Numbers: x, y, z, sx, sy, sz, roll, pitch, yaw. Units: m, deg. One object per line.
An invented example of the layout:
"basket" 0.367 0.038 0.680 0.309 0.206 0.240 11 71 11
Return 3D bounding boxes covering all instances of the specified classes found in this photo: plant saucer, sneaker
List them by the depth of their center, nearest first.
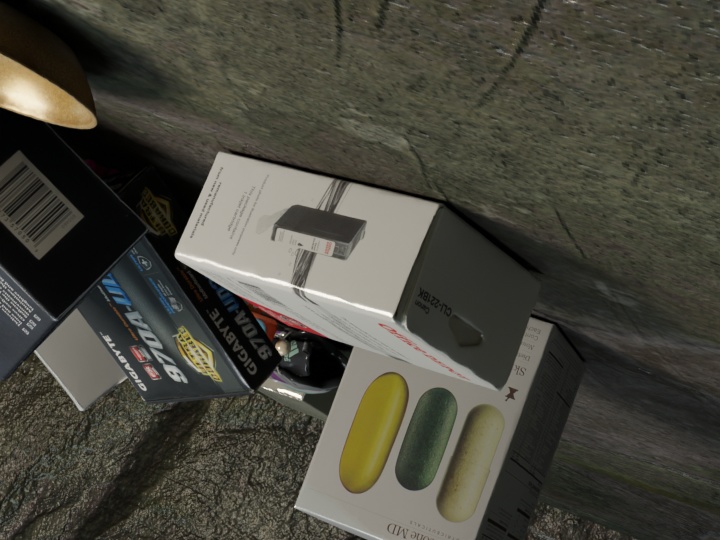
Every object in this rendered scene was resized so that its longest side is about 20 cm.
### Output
"plant saucer" -0.246 -0.144 1.103 0.199 0.036 0.200 22 172 3
"sneaker" -0.096 0.087 2.064 0.198 0.079 0.140 16 171 -20

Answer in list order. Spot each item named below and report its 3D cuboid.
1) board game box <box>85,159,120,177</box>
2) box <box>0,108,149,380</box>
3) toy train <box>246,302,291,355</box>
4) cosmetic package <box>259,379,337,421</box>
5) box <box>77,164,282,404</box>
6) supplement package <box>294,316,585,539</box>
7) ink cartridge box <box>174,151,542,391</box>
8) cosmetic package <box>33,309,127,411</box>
"board game box" -0.145 -0.032 1.576 0.198 0.026 0.200 22 172 2
"box" -0.270 -0.022 1.375 0.148 0.107 0.200 45 152 -5
"toy train" -0.127 0.023 1.617 0.149 0.056 0.200 21 175 1
"cosmetic package" -0.075 0.133 2.262 0.103 0.074 0.200 19 171 19
"box" -0.173 0.016 1.475 0.158 0.046 0.201 -9 121 49
"supplement package" 0.068 0.130 1.448 0.151 0.202 0.151 18 171 20
"ink cartridge box" 0.000 0.000 1.210 0.199 0.084 0.144 16 169 38
"cosmetic package" -0.273 0.013 1.621 0.201 0.106 0.090 56 172 -21
